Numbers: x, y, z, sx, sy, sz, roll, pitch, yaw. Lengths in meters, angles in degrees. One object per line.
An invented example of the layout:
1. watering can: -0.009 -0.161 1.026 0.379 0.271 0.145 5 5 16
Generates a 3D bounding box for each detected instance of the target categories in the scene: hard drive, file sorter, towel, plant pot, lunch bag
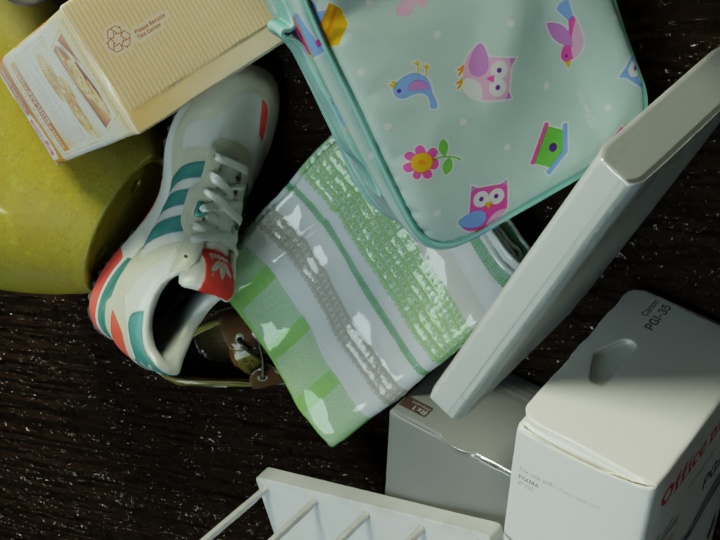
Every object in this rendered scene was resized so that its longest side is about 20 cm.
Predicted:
1. hard drive: 0.116 -0.016 0.816 0.026 0.132 0.201 42 138 10
2. file sorter: -0.008 0.230 0.985 0.198 0.124 0.140 6 123 42
3. towel: 0.000 0.000 0.955 0.200 0.031 0.150 -43 75 35
4. plant pot: -0.204 -0.064 1.026 0.141 0.200 0.201 29 135 12
5. lunch bag: 0.040 -0.121 0.774 0.201 0.159 0.077 63 173 -27

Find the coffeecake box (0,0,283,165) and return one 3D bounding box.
1. coffeecake box: -0.102 -0.133 0.860 0.074 0.153 0.200 58 161 -11

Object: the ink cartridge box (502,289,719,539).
1. ink cartridge box: 0.144 0.136 0.889 0.082 0.146 0.202 24 132 25

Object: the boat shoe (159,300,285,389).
1. boat shoe: -0.060 0.050 1.066 0.199 0.068 0.073 -14 107 45

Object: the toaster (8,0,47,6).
1. toaster: -0.160 -0.270 0.889 0.180 0.119 0.201 -21 104 46

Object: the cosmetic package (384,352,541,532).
1. cosmetic package: 0.076 0.163 1.018 0.106 0.090 0.202 27 131 26

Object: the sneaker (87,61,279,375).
1. sneaker: -0.092 -0.027 0.972 0.093 0.070 0.201 38 102 48
